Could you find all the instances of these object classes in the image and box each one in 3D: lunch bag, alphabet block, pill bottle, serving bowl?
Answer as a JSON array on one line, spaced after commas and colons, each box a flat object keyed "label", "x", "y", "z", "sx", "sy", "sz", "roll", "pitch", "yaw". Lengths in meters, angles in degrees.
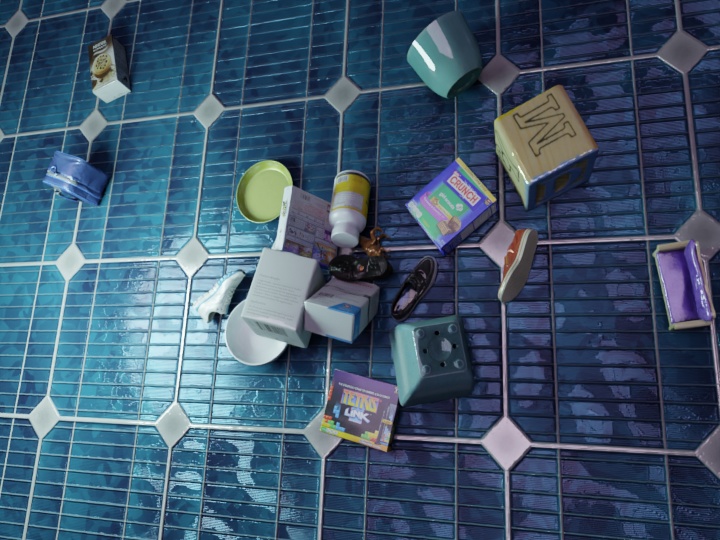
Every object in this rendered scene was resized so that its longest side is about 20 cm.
[{"label": "lunch bag", "x": -0.957, "y": -0.301, "z": 1.900, "sx": 0.132, "sy": 0.200, "sz": 0.136, "roll": 17, "pitch": 83, "yaw": 14}, {"label": "alphabet block", "x": 0.475, "y": -0.312, "z": 1.471, "sx": 0.192, "sy": 0.195, "sz": 0.205, "roll": -25, "pitch": 71, "yaw": 7}, {"label": "pill bottle", "x": -0.033, "y": -0.173, "z": 1.610, "sx": 0.108, "sy": 0.113, "sz": 0.206, "roll": -1, "pitch": 62, "yaw": 16}, {"label": "serving bowl", "x": -0.288, "y": 0.181, "z": 1.632, "sx": 0.192, "sy": 0.066, "sz": 0.207, "roll": -3, "pitch": 66, "yaw": 6}]

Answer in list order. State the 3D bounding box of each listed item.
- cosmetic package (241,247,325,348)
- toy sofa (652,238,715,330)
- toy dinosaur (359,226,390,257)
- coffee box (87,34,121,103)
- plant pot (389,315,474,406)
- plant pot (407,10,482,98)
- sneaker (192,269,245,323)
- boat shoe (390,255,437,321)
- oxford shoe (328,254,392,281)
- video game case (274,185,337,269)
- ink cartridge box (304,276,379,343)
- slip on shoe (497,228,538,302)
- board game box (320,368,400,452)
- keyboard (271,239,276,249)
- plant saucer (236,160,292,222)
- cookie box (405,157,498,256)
[{"label": "cosmetic package", "x": -0.203, "y": 0.076, "z": 1.542, "sx": 0.159, "sy": 0.166, "sz": 0.206, "roll": 13, "pitch": 69, "yaw": 11}, {"label": "toy sofa", "x": 0.764, "y": 0.034, "z": 1.342, "sx": 0.080, "sy": 0.098, "sz": 0.207, "roll": -8, "pitch": 75, "yaw": 14}, {"label": "toy dinosaur", "x": 0.026, "y": -0.075, "z": 1.616, "sx": 0.199, "sy": 0.060, "sz": 0.107, "roll": 43, "pitch": 92, "yaw": 22}, {"label": "coffee box", "x": -0.917, "y": -0.736, "z": 2.064, "sx": 0.110, "sy": 0.080, "sz": 0.206, "roll": -19, "pitch": 71, "yaw": 12}, {"label": "plant pot", "x": 0.183, "y": 0.211, "z": 1.394, "sx": 0.189, "sy": 0.201, "sz": 0.203, "roll": -8, "pitch": 73, "yaw": -4}, {"label": "plant pot", "x": 0.255, "y": -0.598, "z": 1.617, "sx": 0.198, "sy": 0.200, "sz": 0.164, "roll": -33, "pitch": 82, "yaw": 6}, {"label": "sneaker", "x": -0.411, "y": 0.081, "z": 1.710, "sx": 0.199, "sy": 0.075, "sz": 0.087, "roll": -42, "pitch": 75, "yaw": 11}, {"label": "boat shoe", "x": 0.142, "y": 0.045, "z": 1.545, "sx": 0.069, "sy": 0.066, "sz": 0.202, "roll": 36, "pitch": 88, "yaw": 22}, {"label": "oxford shoe", "x": 0.000, "y": 0.000, "z": 1.579, "sx": 0.194, "sy": 0.084, "sz": 0.075, "roll": 5, "pitch": 81, "yaw": 28}, {"label": "video game case", "x": -0.144, "y": -0.117, "z": 1.609, "sx": 0.045, "sy": 0.197, "sz": 0.188, "roll": -7, "pitch": 71, "yaw": 45}, {"label": "ink cartridge box", "x": -0.046, "y": 0.100, "z": 1.514, "sx": 0.140, "sy": 0.200, "sz": 0.087, "roll": 12, "pitch": 113, "yaw": 18}, {"label": "slip on shoe", "x": 0.406, "y": -0.014, "z": 1.488, "sx": 0.061, "sy": 0.073, "sz": 0.206, "roll": 17, "pitch": 87, "yaw": 55}, {"label": "board game box", "x": 0.005, "y": 0.371, "z": 1.509, "sx": 0.194, "sy": 0.057, "sz": 0.171, "roll": 10, "pitch": 80, "yaw": 19}, {"label": "keyboard", "x": -0.269, "y": -0.006, "z": 1.714, "sx": 0.055, "sy": 0.011, "sz": 0.205, "roll": 22, "pitch": 83, "yaw": 21}, {"label": "plant saucer", "x": -0.296, "y": -0.243, "z": 1.773, "sx": 0.193, "sy": 0.031, "sz": 0.208, "roll": -4, "pitch": 76, "yaw": 16}, {"label": "cookie box", "x": 0.253, "y": -0.176, "z": 1.564, "sx": 0.199, "sy": 0.075, "sz": 0.173, "roll": -40, "pitch": 68, "yaw": 3}]
